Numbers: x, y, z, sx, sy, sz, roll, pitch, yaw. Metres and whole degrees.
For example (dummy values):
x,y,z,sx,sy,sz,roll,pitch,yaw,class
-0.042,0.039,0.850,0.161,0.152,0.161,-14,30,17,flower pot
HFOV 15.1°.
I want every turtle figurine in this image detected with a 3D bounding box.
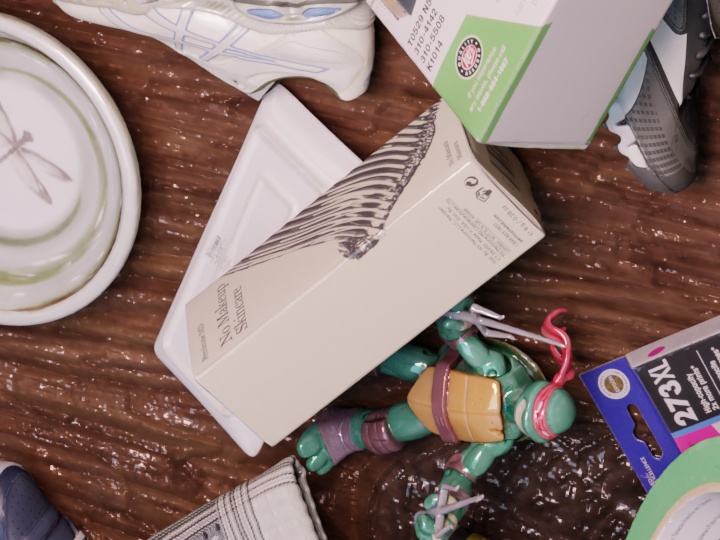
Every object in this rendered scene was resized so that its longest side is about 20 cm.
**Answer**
x,y,z,sx,sy,sz,roll,pitch,yaw,class
0.049,0.077,1.540,0.200,0.101,0.150,5,97,40,turtle figurine

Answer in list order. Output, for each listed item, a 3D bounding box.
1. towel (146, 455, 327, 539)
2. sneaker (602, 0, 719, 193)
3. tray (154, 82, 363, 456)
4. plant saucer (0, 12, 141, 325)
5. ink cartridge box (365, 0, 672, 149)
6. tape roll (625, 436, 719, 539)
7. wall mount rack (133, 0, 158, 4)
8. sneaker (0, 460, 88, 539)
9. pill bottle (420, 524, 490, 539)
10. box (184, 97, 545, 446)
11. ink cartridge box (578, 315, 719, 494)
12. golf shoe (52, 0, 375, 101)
x,y,z,sx,sy,sz,roll,pitch,yaw,class
-0.081,0.238,1.587,0.192,0.035,0.200,-32,66,23,towel
0.165,-0.135,1.414,0.090,0.066,0.200,-3,109,27,sneaker
-0.062,0.001,1.567,0.107,0.022,0.200,45,123,33,tray
-0.214,-0.067,1.618,0.200,0.050,0.200,9,115,20,plant saucer
0.068,-0.179,1.369,0.200,0.084,0.146,53,129,36,ink cartridge box
0.198,0.190,1.435,0.048,0.200,0.201,13,123,-22,tape roll
-0.134,-0.184,1.461,0.200,0.174,0.075,2,141,22,wall mount rack
-0.166,0.205,1.704,0.108,0.070,0.200,-5,117,30,sneaker
0.111,0.235,1.576,0.200,0.111,0.111,24,120,11,pill bottle
0.000,0.000,1.480,0.200,0.082,0.068,-38,119,14,box
0.222,0.068,1.501,0.200,0.037,0.095,-24,102,32,ink cartridge box
-0.084,-0.135,1.521,0.200,0.078,0.097,8,129,26,golf shoe
